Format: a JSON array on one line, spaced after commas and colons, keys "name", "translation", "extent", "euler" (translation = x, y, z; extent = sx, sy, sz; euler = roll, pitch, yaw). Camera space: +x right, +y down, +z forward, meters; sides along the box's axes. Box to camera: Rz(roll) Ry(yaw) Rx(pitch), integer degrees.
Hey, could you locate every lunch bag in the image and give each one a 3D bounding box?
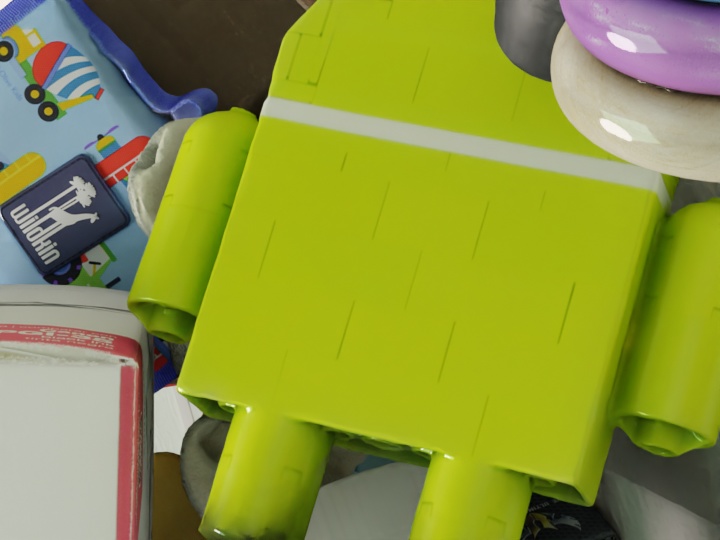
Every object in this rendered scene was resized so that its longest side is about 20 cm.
[{"name": "lunch bag", "translation": [-0.127, -0.013, 0.898], "extent": [0.151, 0.200, 0.094], "euler": [53, -153, -7]}]

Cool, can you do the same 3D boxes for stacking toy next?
[{"name": "stacking toy", "translation": [0.083, -0.121, 0.490], "extent": [0.085, 0.085, 0.200], "euler": [-126, 27, -51]}]

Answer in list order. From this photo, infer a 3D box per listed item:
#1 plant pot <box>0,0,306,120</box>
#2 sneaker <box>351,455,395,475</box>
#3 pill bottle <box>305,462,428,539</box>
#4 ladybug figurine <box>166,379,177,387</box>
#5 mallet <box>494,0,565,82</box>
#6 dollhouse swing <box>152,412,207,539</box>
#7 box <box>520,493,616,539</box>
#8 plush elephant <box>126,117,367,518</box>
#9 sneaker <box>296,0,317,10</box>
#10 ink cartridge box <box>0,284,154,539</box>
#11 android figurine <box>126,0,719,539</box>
[{"name": "plant pot", "translation": [-0.083, -0.111, 0.954], "extent": [0.175, 0.200, 0.200], "euler": [47, 157, 20]}, {"name": "sneaker", "translation": [-0.016, 0.125, 0.826], "extent": [0.074, 0.200, 0.082], "euler": [27, 167, 22]}, {"name": "pill bottle", "translation": [0.032, 0.167, 0.715], "extent": [0.110, 0.109, 0.200], "euler": [102, 149, -63]}, {"name": "ladybug figurine", "translation": [-0.093, 0.015, 1.045], "extent": [0.200, 0.135, 0.072], "euler": [3, -106, -71]}, {"name": "mallet", "translation": [0.101, -0.035, 0.580], "extent": [0.200, 0.041, 0.066], "euler": [49, 152, 34]}, {"name": "dollhouse swing", "translation": [-0.009, 0.114, 0.981], "extent": [0.182, 0.176, 0.200], "euler": [39, 169, 9]}, {"name": "box", "translation": [0.058, 0.154, 0.964], "extent": [0.158, 0.051, 0.200], "euler": [-130, 27, -56]}, {"name": "plush elephant", "translation": [0.000, 0.000, 0.780], "extent": [0.200, 0.155, 0.165], "euler": [115, 135, -69]}, {"name": "sneaker", "translation": [-0.001, -0.155, 0.774], "extent": [0.076, 0.070, 0.200], "euler": [52, 157, 45]}, {"name": "ink cartridge box", "translation": [-0.111, 0.084, 0.767], "extent": [0.200, 0.083, 0.147], "euler": [-123, 34, -84]}, {"name": "android figurine", "translation": [0.024, -0.007, 0.674], "extent": [0.041, 0.182, 0.200], "euler": [54, -131, -65]}]
